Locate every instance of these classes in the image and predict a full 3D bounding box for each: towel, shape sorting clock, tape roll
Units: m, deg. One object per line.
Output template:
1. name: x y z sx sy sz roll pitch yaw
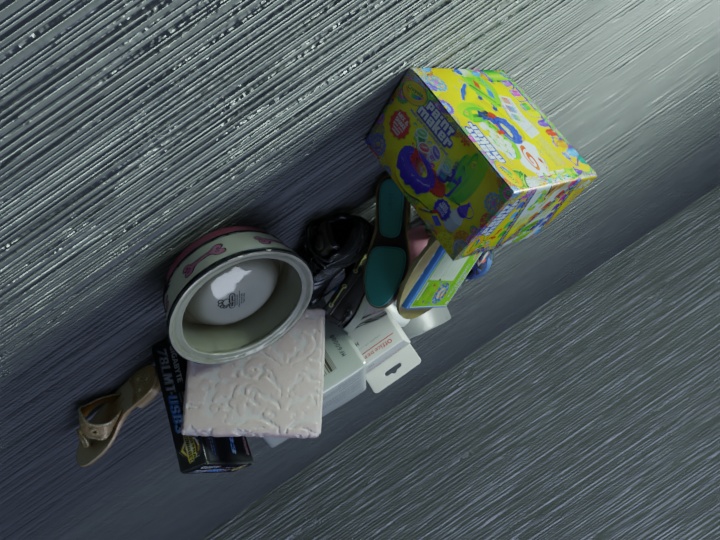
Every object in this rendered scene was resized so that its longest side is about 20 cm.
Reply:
1. towel: -0.152 0.145 0.886 0.199 0.192 0.032 4 172 -12
2. shape sorting clock: 0.124 -0.008 0.921 0.200 0.039 0.200 -34 148 -25
3. tape roll: 0.109 0.120 1.418 0.200 0.066 0.200 -24 177 -1

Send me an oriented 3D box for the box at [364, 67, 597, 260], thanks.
1. box: 0.150 -0.142 0.764 0.192 0.200 0.122 -15 153 -42

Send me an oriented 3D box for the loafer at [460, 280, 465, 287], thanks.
1. loafer: 0.131 0.031 1.339 0.200 0.071 0.068 -21 -178 11

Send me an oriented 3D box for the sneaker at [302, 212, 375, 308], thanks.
1. sneaker: -0.070 -0.013 0.906 0.199 0.076 0.114 -40 158 7

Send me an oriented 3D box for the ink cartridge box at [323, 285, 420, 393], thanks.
1. ink cartridge box: 0.012 0.118 1.148 0.116 0.200 0.067 -36 160 5

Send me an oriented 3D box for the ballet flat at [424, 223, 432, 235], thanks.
1. ballet flat: 0.191 -0.117 1.021 0.200 0.070 0.065 -44 130 -7

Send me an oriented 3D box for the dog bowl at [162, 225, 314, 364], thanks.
1. dog bowl: -0.164 0.028 0.793 0.200 0.074 0.201 -24 144 -19

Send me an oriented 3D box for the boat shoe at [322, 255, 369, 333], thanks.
1. boat shoe: 0.000 0.000 0.977 0.072 0.060 0.202 -45 -162 59

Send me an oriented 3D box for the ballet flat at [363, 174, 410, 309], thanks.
1. ballet flat: 0.049 -0.043 0.909 0.063 0.068 0.201 -19 119 -73

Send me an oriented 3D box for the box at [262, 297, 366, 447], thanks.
1. box: -0.121 0.152 1.022 0.199 0.200 0.171 -30 158 -12

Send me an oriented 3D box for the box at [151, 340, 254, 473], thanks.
1. box: -0.250 0.222 0.978 0.050 0.201 0.199 -22 159 3

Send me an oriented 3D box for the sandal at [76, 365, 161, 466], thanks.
1. sandal: -0.404 0.219 0.951 0.212 0.078 0.070 -44 139 9

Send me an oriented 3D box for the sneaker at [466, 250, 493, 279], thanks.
1. sneaker: 0.259 -0.048 1.365 0.078 0.075 0.200 -15 146 -23

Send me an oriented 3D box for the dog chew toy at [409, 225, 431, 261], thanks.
1. dog chew toy: 0.073 -0.004 1.071 0.199 0.125 0.124 -16 169 25

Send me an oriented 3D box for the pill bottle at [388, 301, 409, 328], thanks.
1. pill bottle: 0.034 0.092 1.257 0.200 0.110 0.109 -42 159 21
